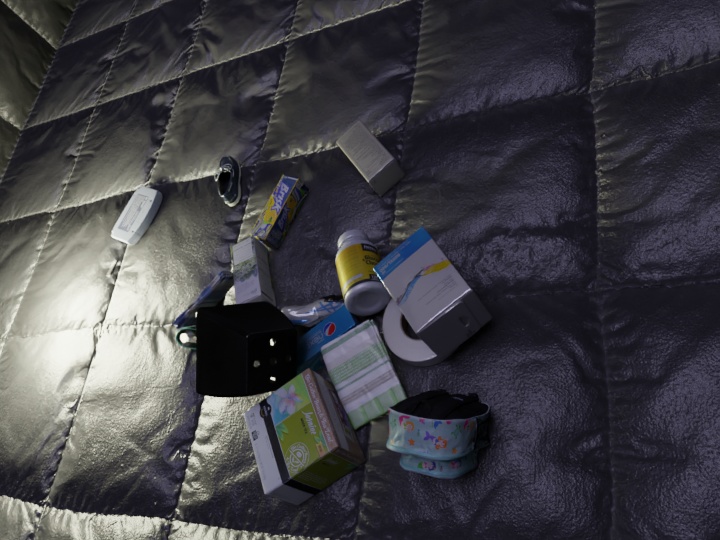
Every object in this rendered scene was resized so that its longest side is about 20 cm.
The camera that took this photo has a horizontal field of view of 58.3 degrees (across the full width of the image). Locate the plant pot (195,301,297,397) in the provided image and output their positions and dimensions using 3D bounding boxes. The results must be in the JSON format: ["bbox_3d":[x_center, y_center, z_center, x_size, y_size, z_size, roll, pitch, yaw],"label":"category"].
[{"bbox_3d":[-0.248,0.189,1.475,0.176,0.197,0.204,8,99,49],"label":"plant pot"}]

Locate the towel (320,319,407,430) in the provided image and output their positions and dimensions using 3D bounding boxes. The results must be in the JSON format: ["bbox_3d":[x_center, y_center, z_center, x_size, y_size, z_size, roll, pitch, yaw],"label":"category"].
[{"bbox_3d":[0.007,0.231,1.442,0.148,0.031,0.203,-30,71,15],"label":"towel"}]

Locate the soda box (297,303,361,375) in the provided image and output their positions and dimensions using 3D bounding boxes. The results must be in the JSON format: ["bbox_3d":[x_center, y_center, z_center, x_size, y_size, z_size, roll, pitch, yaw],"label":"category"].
[{"bbox_3d":[-0.087,0.173,1.538,0.199,0.064,0.068,-38,51,9],"label":"soda box"}]

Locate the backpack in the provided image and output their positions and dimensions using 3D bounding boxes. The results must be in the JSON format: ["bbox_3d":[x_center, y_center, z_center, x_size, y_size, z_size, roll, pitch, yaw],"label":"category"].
[{"bbox_3d":[0.143,0.309,1.236,0.175,0.199,0.154,4,86,32],"label":"backpack"}]

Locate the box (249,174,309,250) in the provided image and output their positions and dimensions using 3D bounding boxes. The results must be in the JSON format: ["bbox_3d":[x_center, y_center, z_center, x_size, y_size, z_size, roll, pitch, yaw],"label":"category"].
[{"bbox_3d":[-0.225,-0.165,1.813,0.069,0.064,0.202,18,74,37],"label":"box"}]

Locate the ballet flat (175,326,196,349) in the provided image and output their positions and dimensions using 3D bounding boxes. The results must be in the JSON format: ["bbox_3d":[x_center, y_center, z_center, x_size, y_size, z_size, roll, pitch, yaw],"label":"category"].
[{"bbox_3d":[-0.421,0.190,1.726,0.197,0.070,0.069,3,95,34],"label":"ballet flat"}]

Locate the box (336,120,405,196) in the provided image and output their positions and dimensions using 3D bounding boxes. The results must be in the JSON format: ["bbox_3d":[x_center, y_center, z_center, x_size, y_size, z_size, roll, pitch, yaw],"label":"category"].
[{"bbox_3d":[0.026,-0.300,1.724,0.095,0.078,0.201,-39,51,7],"label":"box"}]

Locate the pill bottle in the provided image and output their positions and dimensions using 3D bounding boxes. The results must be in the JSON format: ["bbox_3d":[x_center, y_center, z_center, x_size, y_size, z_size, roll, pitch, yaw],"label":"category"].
[{"bbox_3d":[0.000,0.000,1.545,0.111,0.112,0.202,-28,47,15],"label":"pill bottle"}]

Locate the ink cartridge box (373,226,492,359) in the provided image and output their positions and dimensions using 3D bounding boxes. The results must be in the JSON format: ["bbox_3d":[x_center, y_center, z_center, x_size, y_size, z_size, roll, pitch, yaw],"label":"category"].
[{"bbox_3d":[0.152,0.048,1.360,0.144,0.147,0.201,-38,50,6],"label":"ink cartridge box"}]

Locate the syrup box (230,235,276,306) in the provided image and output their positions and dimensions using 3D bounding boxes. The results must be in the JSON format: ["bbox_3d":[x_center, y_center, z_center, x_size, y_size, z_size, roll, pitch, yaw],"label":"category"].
[{"bbox_3d":[-0.290,0.015,1.740,0.078,0.081,0.203,-24,55,14],"label":"syrup box"}]

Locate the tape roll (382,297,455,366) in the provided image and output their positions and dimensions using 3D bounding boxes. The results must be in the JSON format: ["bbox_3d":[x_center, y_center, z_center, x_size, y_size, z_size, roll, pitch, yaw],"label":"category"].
[{"bbox_3d":[0.144,0.112,1.448,0.199,0.037,0.206,-15,58,25],"label":"tape roll"}]

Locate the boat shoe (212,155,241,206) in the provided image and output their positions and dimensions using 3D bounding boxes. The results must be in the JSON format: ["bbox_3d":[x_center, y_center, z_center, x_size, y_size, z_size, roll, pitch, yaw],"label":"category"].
[{"bbox_3d":[-0.415,-0.289,2.000,0.074,0.062,0.203,-24,54,20],"label":"boat shoe"}]

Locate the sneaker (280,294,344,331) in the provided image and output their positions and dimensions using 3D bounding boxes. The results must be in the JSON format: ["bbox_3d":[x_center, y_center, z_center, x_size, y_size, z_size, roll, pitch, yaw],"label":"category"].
[{"bbox_3d":[-0.103,0.106,1.593,0.196,0.072,0.074,-14,96,16],"label":"sneaker"}]

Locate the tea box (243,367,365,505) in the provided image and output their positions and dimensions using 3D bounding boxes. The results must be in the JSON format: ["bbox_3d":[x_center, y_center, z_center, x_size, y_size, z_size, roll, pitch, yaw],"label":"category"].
[{"bbox_3d":[-0.124,0.362,1.410,0.195,0.134,0.202,-35,51,9],"label":"tea box"}]

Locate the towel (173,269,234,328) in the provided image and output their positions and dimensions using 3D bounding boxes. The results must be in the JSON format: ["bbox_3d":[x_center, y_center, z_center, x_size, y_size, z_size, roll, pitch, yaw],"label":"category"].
[{"bbox_3d":[-0.410,0.075,1.745,0.024,0.147,0.200,44,96,7],"label":"towel"}]

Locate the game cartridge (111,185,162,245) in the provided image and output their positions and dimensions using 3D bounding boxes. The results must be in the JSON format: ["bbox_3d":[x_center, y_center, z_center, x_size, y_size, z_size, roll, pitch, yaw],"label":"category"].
[{"bbox_3d":[-0.745,-0.184,2.163,0.132,0.041,0.203,16,74,40],"label":"game cartridge"}]
